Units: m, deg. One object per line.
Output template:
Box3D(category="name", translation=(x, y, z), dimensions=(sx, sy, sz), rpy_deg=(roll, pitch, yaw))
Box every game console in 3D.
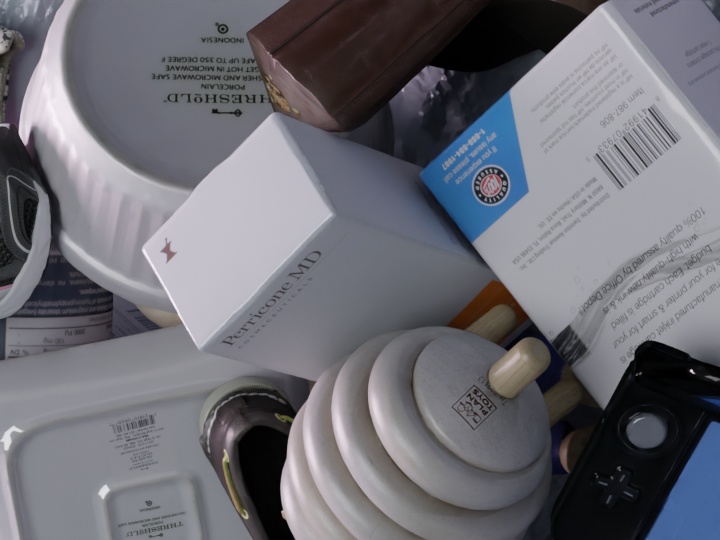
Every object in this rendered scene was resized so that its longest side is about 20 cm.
Box3D(category="game console", translation=(0.203, 0.117, 1.226), dimensions=(0.200, 0.116, 0.176), rpy_deg=(22, 119, -6))

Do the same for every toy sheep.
Box3D(category="toy sheep", translation=(0.033, 0.086, 1.314), dimensions=(0.138, 0.138, 0.200), rpy_deg=(56, 136, 21))

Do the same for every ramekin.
Box3D(category="ramekin", translation=(-0.077, -0.086, 1.412), dimensions=(0.203, 0.202, 0.094), rpy_deg=(57, 161, 20))

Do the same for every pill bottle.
Box3D(category="pill bottle", translation=(-0.199, 0.033, 1.534), dimensions=(0.119, 0.119, 0.201), rpy_deg=(7, 97, 40))

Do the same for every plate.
Box3D(category="plate", translation=(-0.115, 0.130, 1.495), dimensions=(0.032, 0.199, 0.201), rpy_deg=(-115, 15, -66))

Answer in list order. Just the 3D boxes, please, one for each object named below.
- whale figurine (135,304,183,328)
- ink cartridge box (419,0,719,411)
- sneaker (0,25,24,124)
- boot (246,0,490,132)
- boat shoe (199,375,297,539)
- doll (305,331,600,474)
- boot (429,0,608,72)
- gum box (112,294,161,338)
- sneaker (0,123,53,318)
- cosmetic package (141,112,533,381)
Box3D(category="whale figurine", translation=(-0.080, -0.055, 1.539), dimensions=(0.159, 0.104, 0.200), rpy_deg=(-60, 35, 38))
Box3D(category="ink cartridge box", translation=(0.150, -0.019, 1.313), dimensions=(0.200, 0.084, 0.145), rpy_deg=(52, 126, 5))
Box3D(category="sneaker", translation=(-0.249, -0.070, 1.687), dimensions=(0.088, 0.077, 0.201), rpy_deg=(15, 107, 29))
Box3D(category="boot", translation=(0.006, -0.165, 1.376), dimensions=(0.200, 0.064, 0.186), rpy_deg=(-43, 40, -3))
Box3D(category="boat shoe", translation=(-0.018, 0.149, 1.462), dimensions=(0.072, 0.061, 0.201), rpy_deg=(-35, 108, 0))
Box3D(category="doll", translation=(0.042, 0.071, 1.466), dimensions=(0.200, 0.048, 0.137), rpy_deg=(8, 96, 40))
Box3D(category="boot", translation=(0.064, -0.153, 1.425), dimensions=(0.200, 0.074, 0.076), rpy_deg=(1, 64, 47))
Box3D(category="gum box", translation=(-0.148, 0.082, 1.617), dimensions=(0.200, 0.066, 0.114), rpy_deg=(39, 117, 31))
Box3D(category="sneaker", translation=(-0.234, 0.007, 1.423), dimensions=(0.080, 0.086, 0.200), rpy_deg=(56, 128, 27))
Box3D(category="cosmetic package", translation=(0.000, 0.000, 1.353), dimensions=(0.101, 0.200, 0.071), rpy_deg=(-45, 56, 21))
